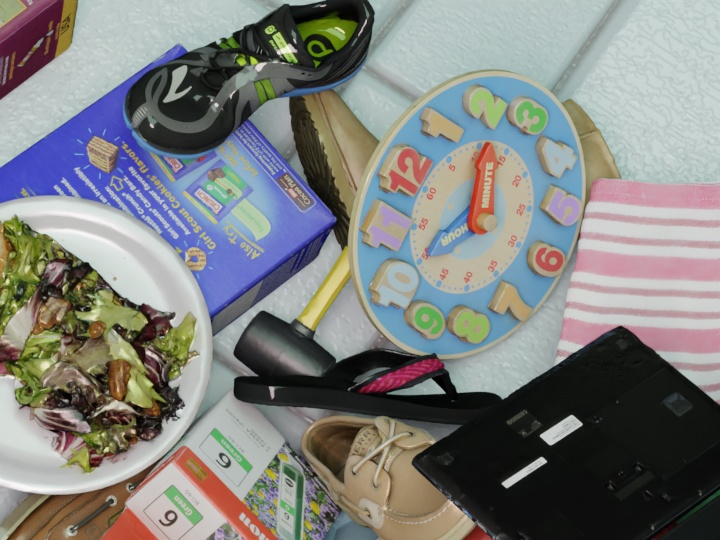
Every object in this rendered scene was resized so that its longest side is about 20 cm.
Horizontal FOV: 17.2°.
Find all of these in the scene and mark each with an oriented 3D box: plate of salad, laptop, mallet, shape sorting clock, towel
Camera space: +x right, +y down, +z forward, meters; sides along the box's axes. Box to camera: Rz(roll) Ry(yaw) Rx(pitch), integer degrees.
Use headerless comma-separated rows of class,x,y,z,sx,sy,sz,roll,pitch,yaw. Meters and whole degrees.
plate of salad,-0.191,0.042,1.496,0.200,0.048,0.200,4,68,-10
laptop,0.155,0.160,1.396,0.177,0.103,0.200,-30,56,-31
mallet,0.000,0.000,1.595,0.066,0.041,0.200,42,94,4
shape sorting clock,0.075,-0.035,1.590,0.200,0.039,0.200,-12,112,-31
towel,0.200,0.027,1.584,0.146,0.030,0.200,0,62,31

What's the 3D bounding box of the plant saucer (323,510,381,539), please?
plant saucer,0.047,0.141,1.511,0.019,0.200,0.070,48,31,-18

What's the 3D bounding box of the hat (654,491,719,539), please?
hat,0.213,0.125,1.549,0.166,0.176,0.200,-21,73,-19

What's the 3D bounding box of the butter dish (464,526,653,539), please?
butter dish,0.080,0.217,1.461,0.148,0.200,0.200,17,64,-19

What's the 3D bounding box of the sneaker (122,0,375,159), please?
sneaker,-0.073,-0.138,1.577,0.200,0.083,0.071,-27,74,-28

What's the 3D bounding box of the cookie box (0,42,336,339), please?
cookie box,-0.149,-0.027,1.599,0.200,0.075,0.171,-37,79,-23

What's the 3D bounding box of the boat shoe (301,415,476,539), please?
boat shoe,0.018,0.127,1.464,0.065,0.200,0.071,45,73,-19

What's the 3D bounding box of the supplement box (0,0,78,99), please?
supplement box,-0.305,-0.162,1.611,0.200,0.103,0.131,-40,80,-24

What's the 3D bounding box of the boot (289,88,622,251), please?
boot,0.067,-0.079,1.674,0.200,0.066,0.175,-21,85,-18

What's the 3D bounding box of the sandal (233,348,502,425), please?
sandal,0.012,0.072,1.563,0.200,0.075,0.045,7,89,-30

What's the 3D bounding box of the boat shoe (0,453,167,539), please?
boat shoe,-0.184,0.171,1.509,0.068,0.072,0.200,38,66,7

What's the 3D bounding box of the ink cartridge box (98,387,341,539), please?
ink cartridge box,-0.084,0.157,1.472,0.109,0.050,0.200,47,21,-3
